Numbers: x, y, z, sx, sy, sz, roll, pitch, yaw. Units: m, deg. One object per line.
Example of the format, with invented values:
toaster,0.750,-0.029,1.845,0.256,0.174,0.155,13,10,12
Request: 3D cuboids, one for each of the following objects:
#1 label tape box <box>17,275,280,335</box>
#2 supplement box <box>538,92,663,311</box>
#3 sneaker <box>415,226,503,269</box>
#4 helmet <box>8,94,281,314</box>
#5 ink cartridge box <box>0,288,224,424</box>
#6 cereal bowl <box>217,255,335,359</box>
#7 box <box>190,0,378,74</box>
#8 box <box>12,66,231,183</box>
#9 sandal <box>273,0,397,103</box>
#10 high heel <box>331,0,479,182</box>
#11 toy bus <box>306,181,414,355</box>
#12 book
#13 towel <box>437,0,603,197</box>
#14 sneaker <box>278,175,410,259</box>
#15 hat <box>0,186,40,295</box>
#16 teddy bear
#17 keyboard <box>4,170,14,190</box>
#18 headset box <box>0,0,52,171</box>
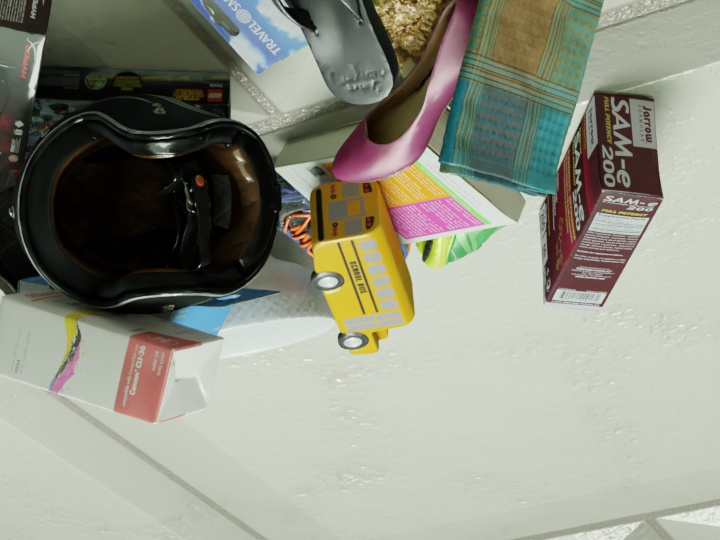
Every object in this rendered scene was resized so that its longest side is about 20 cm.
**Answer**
label tape box,-0.191,0.044,1.613,0.198,0.064,0.144,7,-173,18
supplement box,0.216,-0.059,1.631,0.060,0.110,0.201,5,148,-8
sneaker,0.107,-0.080,1.651,0.083,0.074,0.200,-15,153,-27
helmet,-0.185,-0.055,1.483,0.189,0.202,0.200,3,154,32
ink cartridge box,-0.229,0.063,1.489,0.198,0.068,0.116,15,-173,16
cereal bowl,-0.128,0.033,1.776,0.198,0.084,0.200,-12,171,-2
box,-0.042,-0.243,1.348,0.199,0.048,0.122,-27,116,38
box,-0.214,-0.124,1.589,0.198,0.040,0.137,1,149,-3
sandal,-0.031,-0.203,1.306,0.076,0.043,0.201,-15,123,31
high heel,0.034,-0.145,1.411,0.199,0.068,0.096,-36,135,22
toy bus,0.000,0.000,1.623,0.078,0.066,0.200,-10,146,8
book,0.033,-0.076,1.588,0.199,0.048,0.134,-9,137,47
towel,0.130,-0.161,1.372,0.022,0.202,0.146,20,-173,40
sneaker,-0.024,-0.033,1.703,0.199,0.079,0.075,25,140,-35
hat,-0.327,-0.030,1.681,0.081,0.201,0.201,-41,146,-8
teddy bear,0.050,-0.204,1.431,0.144,0.067,0.201,6,148,-5
keyboard,-0.238,-0.071,1.709,0.198,0.011,0.056,11,152,-17
headset box,-0.358,-0.174,1.438,0.198,0.075,0.149,11,132,-12
